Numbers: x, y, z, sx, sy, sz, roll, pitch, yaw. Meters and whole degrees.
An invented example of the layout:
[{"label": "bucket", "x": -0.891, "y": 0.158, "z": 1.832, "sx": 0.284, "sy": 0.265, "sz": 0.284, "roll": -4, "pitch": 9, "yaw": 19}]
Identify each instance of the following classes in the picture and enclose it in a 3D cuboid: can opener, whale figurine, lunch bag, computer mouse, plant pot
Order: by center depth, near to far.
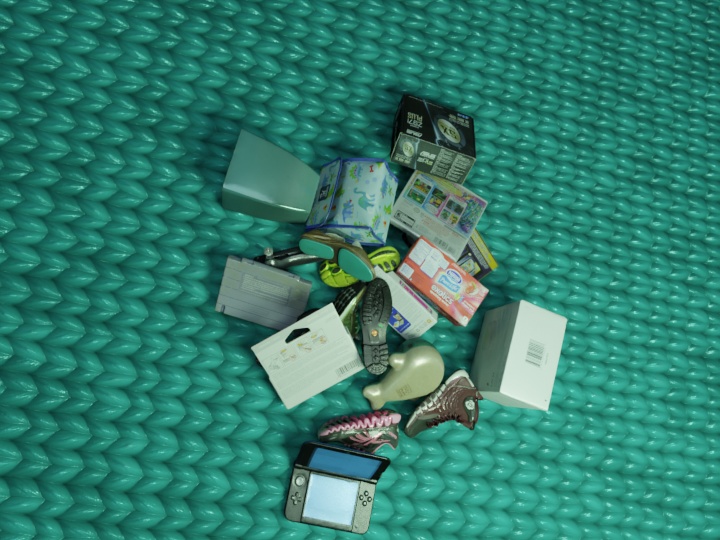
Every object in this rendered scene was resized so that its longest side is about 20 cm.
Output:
[{"label": "computer mouse", "x": -0.149, "y": 0.152, "z": 1.169, "sx": 0.197, "sy": 0.034, "sz": 0.059, "roll": -37, "pitch": 107, "yaw": 3}, {"label": "plant pot", "x": -0.198, "y": -0.192, "z": 1.199, "sx": 0.193, "sy": 0.141, "sz": 0.147, "roll": 19, "pitch": 76, "yaw": -11}, {"label": "whale figurine", "x": 0.093, "y": 0.234, "z": 1.209, "sx": 0.196, "sy": 0.105, "sz": 0.161, "roll": -31, "pitch": 126, "yaw": 3}, {"label": "can opener", "x": -0.156, "y": -0.028, "z": 1.224, "sx": 0.194, "sy": 0.081, "sz": 0.064, "roll": -20, "pitch": 45, "yaw": -18}, {"label": "lunch bag", "x": -0.028, "y": -0.162, "z": 1.230, "sx": 0.193, "sy": 0.127, "sz": 0.177, "roll": 7, "pitch": 74, "yaw": 28}]

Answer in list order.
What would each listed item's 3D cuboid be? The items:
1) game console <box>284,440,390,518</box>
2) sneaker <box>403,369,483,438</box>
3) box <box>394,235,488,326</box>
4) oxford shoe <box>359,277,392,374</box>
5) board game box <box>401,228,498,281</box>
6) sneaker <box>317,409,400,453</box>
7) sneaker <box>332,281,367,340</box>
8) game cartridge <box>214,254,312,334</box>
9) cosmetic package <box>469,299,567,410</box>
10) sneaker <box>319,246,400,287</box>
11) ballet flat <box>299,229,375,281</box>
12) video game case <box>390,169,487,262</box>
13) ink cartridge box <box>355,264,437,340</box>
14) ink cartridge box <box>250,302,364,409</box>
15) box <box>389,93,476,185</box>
[{"label": "game console", "x": -0.050, "y": 0.461, "z": 1.119, "sx": 0.192, "sy": 0.118, "sz": 0.178, "roll": 14, "pitch": 77, "yaw": -9}, {"label": "sneaker", "x": 0.195, "y": 0.329, "z": 1.187, "sx": 0.200, "sy": 0.076, "sz": 0.116, "roll": -44, "pitch": 62, "yaw": -1}, {"label": "box", "x": 0.180, "y": 0.027, "z": 1.205, "sx": 0.198, "sy": 0.096, "sz": 0.101, "roll": 38, "pitch": 85, "yaw": 1}, {"label": "oxford shoe", "x": 0.028, "y": 0.121, "z": 1.162, "sx": 0.070, "sy": 0.085, "sz": 0.209, "roll": 7, "pitch": 78, "yaw": -5}, {"label": "board game box", "x": 0.220, "y": -0.049, "z": 1.304, "sx": 0.162, "sy": 0.057, "sz": 0.204, "roll": -31, "pitch": 87, "yaw": -18}, {"label": "sneaker", "x": 0.001, "y": 0.372, "z": 1.176, "sx": 0.191, "sy": 0.079, "sz": 0.100, "roll": -5, "pitch": 92, "yaw": -12}, {"label": "sneaker", "x": -0.030, "y": 0.120, "z": 1.201, "sx": 0.087, "sy": 0.077, "sz": 0.204, "roll": 26, "pitch": 102, "yaw": -26}, {"label": "game cartridge", "x": -0.213, "y": 0.053, "z": 1.173, "sx": 0.193, "sy": 0.038, "sz": 0.134, "roll": 18, "pitch": 102, "yaw": -8}, {"label": "cosmetic package", "x": 0.349, "y": 0.196, "z": 1.213, "sx": 0.119, "sy": 0.200, "sz": 0.206, "roll": 20, "pitch": 76, "yaw": -4}, {"label": "sneaker", "x": 0.000, "y": 0.000, "z": 1.238, "sx": 0.192, "sy": 0.084, "sz": 0.077, "roll": -10, "pitch": 75, "yaw": 6}, {"label": "ballet flat", "x": -0.043, "y": -0.044, "z": 1.184, "sx": 0.194, "sy": 0.070, "sz": 0.073, "roll": 21, "pitch": 43, "yaw": 16}, {"label": "video game case", "x": 0.185, "y": -0.143, "z": 1.274, "sx": 0.196, "sy": 0.024, "sz": 0.185, "roll": 32, "pitch": 70, "yaw": 6}, {"label": "ink cartridge box", "x": 0.079, "y": 0.073, "z": 1.217, "sx": 0.199, "sy": 0.094, "sz": 0.038, "roll": 41, "pitch": 31, "yaw": -14}, {"label": "ink cartridge box", "x": -0.110, "y": 0.177, "z": 1.132, "sx": 0.195, "sy": 0.045, "sz": 0.180, "roll": -27, "pitch": 114, "yaw": -1}, {"label": "box", "x": 0.177, "y": -0.322, "z": 1.297, "sx": 0.192, "sy": 0.087, "sz": 0.168, "roll": 16, "pitch": 50, "yaw": -9}]
